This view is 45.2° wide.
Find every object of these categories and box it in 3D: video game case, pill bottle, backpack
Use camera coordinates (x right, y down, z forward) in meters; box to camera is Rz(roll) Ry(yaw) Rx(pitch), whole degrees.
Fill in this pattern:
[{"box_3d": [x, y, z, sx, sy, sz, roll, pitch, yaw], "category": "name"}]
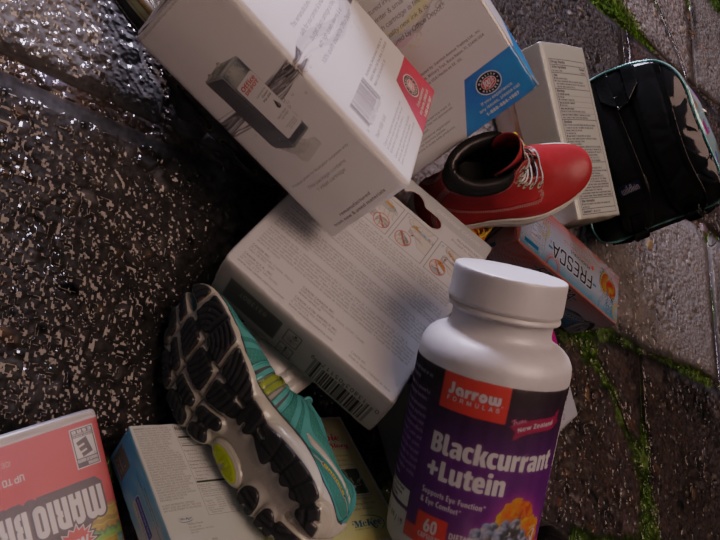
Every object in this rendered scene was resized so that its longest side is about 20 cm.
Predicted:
[{"box_3d": [-0.202, 0.201, 0.518, 0.141, 0.017, 0.205, -12, 88, -47], "category": "video game case"}, {"box_3d": [0.087, 0.100, 0.613, 0.110, 0.110, 0.205, 2, 102, -45], "category": "pill bottle"}, {"box_3d": [0.347, -0.158, 1.078, 0.204, 0.173, 0.153, 64, 28, -8], "category": "backpack"}]

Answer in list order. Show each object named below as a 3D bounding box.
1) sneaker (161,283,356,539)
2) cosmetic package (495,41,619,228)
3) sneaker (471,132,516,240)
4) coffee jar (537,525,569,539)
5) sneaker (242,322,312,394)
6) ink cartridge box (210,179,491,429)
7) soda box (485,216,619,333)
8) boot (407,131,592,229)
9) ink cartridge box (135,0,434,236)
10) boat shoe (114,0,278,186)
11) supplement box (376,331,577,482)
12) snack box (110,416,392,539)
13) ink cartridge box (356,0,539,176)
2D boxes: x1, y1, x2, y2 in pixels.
[{"box_3d": [-0.073, 0.100, 0.602, 0.202, 0.077, 0.079, 56, 22, 19], "category": "sneaker"}, {"box_3d": [0.222, -0.150, 1.005, 0.102, 0.086, 0.205, -6, 84, -45], "category": "cosmetic package"}, {"box_3d": [0.118, -0.073, 0.885, 0.073, 0.076, 0.203, 45, 52, -29], "category": "sneaker"}, {"box_3d": [0.152, 0.339, 0.793, 0.105, 0.085, 0.200, 50, 48, -8], "category": "coffee jar"}, {"box_3d": [-0.033, 0.031, 0.709, 0.199, 0.075, 0.090, -33, 90, -44], "category": "sneaker"}, {"box_3d": [0.000, 0.000, 0.687, 0.162, 0.057, 0.200, 40, 42, 1], "category": "ink cartridge box"}, {"box_3d": [0.210, -0.004, 0.964, 0.199, 0.068, 0.065, 35, 56, -33], "category": "soda box"}, {"box_3d": [0.153, -0.093, 0.795, 0.196, 0.144, 0.074, -16, 78, -19], "category": "boot"}, {"box_3d": [-0.046, -0.150, 0.633, 0.200, 0.084, 0.147, 46, 34, -21], "category": "ink cartridge box"}, {"box_3d": [-0.119, -0.142, 0.666, 0.200, 0.064, 0.074, 47, 32, -16], "category": "boat shoe"}, {"box_3d": [0.108, 0.120, 0.783, 0.198, 0.102, 0.104, -17, 90, -53], "category": "supplement box"}, {"box_3d": [-0.067, 0.163, 0.614, 0.197, 0.037, 0.117, 7, 40, -44], "category": "snack box"}, {"box_3d": [0.036, -0.220, 0.760, 0.201, 0.146, 0.146, 50, 20, -23], "category": "ink cartridge box"}]
